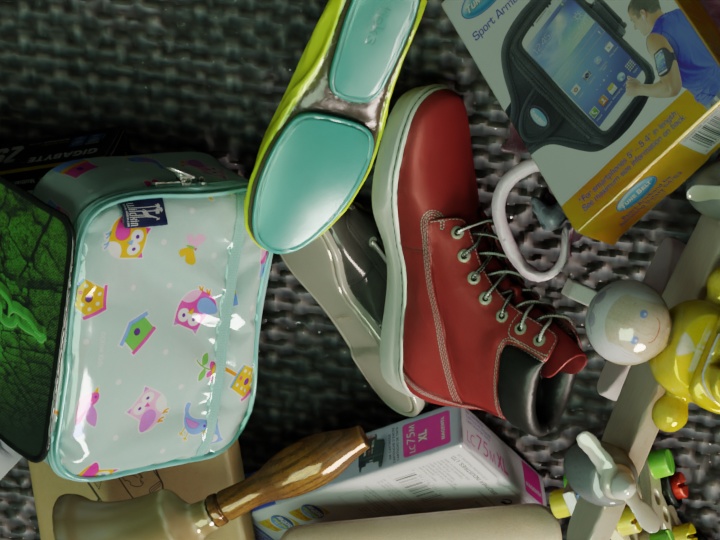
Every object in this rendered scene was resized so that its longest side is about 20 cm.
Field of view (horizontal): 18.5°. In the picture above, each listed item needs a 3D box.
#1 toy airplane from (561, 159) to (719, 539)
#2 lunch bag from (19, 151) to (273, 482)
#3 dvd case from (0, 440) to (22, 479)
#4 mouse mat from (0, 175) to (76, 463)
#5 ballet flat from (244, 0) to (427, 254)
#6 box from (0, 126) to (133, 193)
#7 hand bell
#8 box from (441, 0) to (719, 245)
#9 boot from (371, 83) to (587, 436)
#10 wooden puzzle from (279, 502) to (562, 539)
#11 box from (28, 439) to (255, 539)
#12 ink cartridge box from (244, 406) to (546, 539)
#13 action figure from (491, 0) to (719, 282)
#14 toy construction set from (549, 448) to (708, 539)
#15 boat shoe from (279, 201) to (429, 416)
[{"bbox_3d":[0.169,0.035,1.191,0.141,0.201,0.199,21,140,-37],"label":"toy airplane"},{"bbox_3d":[-0.130,0.025,1.366,0.160,0.077,0.201,-5,114,-36],"label":"lunch bag"},{"bbox_3d":[-0.304,0.098,1.500,0.149,0.016,0.200,39,125,-11],"label":"dvd case"},{"bbox_3d":[-0.241,0.009,1.355,0.200,0.008,0.162,29,118,41],"label":"mouse mat"},{"bbox_3d":[-0.015,-0.105,1.316,0.067,0.067,0.201,17,114,-18],"label":"ballet flat"},{"bbox_3d":[-0.226,-0.003,1.453,0.199,0.049,0.160,-7,119,17],"label":"box"},{"bbox_3d":[-0.084,0.149,1.408,0.199,0.104,0.104,-26,115,10],"label":"hand bell"},{"bbox_3d":[0.124,-0.128,1.213,0.119,0.200,0.041,-44,147,24],"label":"box"},{"bbox_3d":[0.079,-0.007,1.316,0.144,0.072,0.201,16,115,45],"label":"boot"},{"bbox_3d":[0.043,0.257,1.449,0.184,0.046,0.201,-5,113,-4],"label":"wooden puzzle"},{"bbox_3d":[-0.146,0.165,1.484,0.163,0.021,0.201,-13,84,28],"label":"box"},{"bbox_3d":[0.009,0.155,1.483,0.199,0.042,0.119,-22,140,22],"label":"ink cartridge box"},{"bbox_3d":[0.171,-0.096,1.250,0.199,0.149,0.134,-14,113,37],"label":"action figure"},{"bbox_3d":[0.183,0.198,1.439,0.092,0.131,0.201,-3,122,15],"label":"toy construction set"},{"bbox_3d":[0.000,0.000,1.407,0.067,0.057,0.200,2,127,55],"label":"boat shoe"}]
